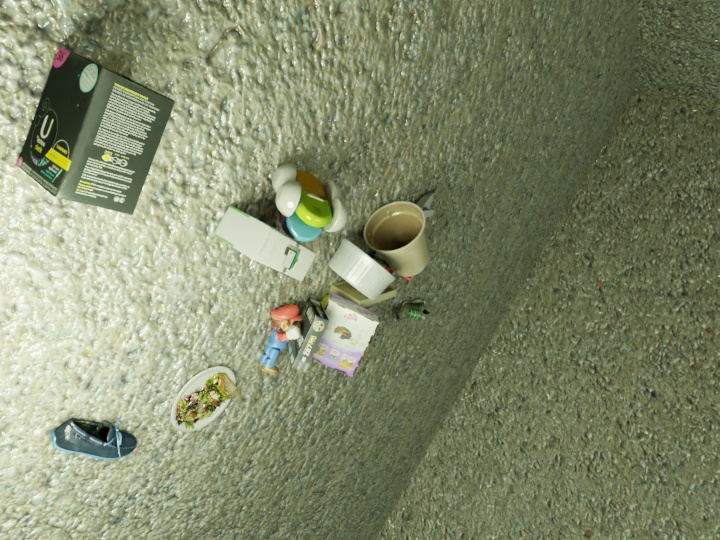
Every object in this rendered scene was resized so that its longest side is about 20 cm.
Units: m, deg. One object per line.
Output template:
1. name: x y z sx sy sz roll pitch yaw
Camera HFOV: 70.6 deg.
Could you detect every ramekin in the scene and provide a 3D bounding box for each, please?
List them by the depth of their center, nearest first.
1. ramekin: 0.000 0.000 1.526 0.098 0.200 0.200 -52 148 1

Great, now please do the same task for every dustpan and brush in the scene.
1. dustpan and brush: 0.212 -0.201 1.787 0.199 0.057 0.140 -13 125 -50

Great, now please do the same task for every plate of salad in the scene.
1. plate of salad: -0.410 0.349 1.356 0.200 0.048 0.201 -35 141 -35

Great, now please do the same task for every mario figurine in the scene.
1. mario figurine: -0.213 0.194 1.441 0.106 0.123 0.201 18 94 -61

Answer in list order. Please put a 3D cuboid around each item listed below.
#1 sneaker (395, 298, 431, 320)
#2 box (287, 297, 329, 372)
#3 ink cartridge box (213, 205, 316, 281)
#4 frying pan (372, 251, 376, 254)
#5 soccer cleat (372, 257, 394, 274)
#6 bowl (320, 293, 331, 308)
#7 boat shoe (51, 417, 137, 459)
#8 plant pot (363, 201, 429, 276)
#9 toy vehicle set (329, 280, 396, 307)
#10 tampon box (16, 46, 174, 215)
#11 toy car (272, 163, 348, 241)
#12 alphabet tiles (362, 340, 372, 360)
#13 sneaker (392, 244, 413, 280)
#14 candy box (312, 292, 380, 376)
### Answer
1. sneaker: 0.221 0.169 2.064 0.199 0.088 0.077 -16 127 -48
2. box: -0.154 0.180 1.464 0.049 0.200 0.162 22 97 -16
3. ink cartridge box: -0.221 -0.061 1.208 0.085 0.146 0.200 -61 149 -1
4. frying pan: 0.107 -0.126 1.727 0.191 0.031 0.115 -57 149 0
5. soccer cleat: 0.073 -0.007 1.742 0.069 0.085 0.200 -46 171 6
6. bowl: -0.067 0.179 1.649 0.200 0.107 0.201 -34 139 -36
7. boat shoe: -0.565 0.367 1.115 0.069 0.084 0.200 -48 150 2
8. plant pot: 0.133 -0.084 1.620 0.201 0.200 0.184 -50 141 -16
9. toy vehicle set: 0.012 0.065 1.655 0.199 0.124 0.027 -14 126 -49
10. tampon box: -0.418 -0.217 0.803 0.126 0.149 0.201 12 104 -58
11. toy car: -0.136 -0.149 1.225 0.174 0.201 0.150 18 121 -29
12. alphabet tiles: -0.009 0.292 1.914 0.166 0.006 0.201 -4 118 -54
13. sneaker: 0.149 -0.033 1.792 0.074 0.087 0.200 -42 147 -8
14. candy box: -0.056 0.194 1.542 0.072 0.167 0.201 -73 -171 -73
